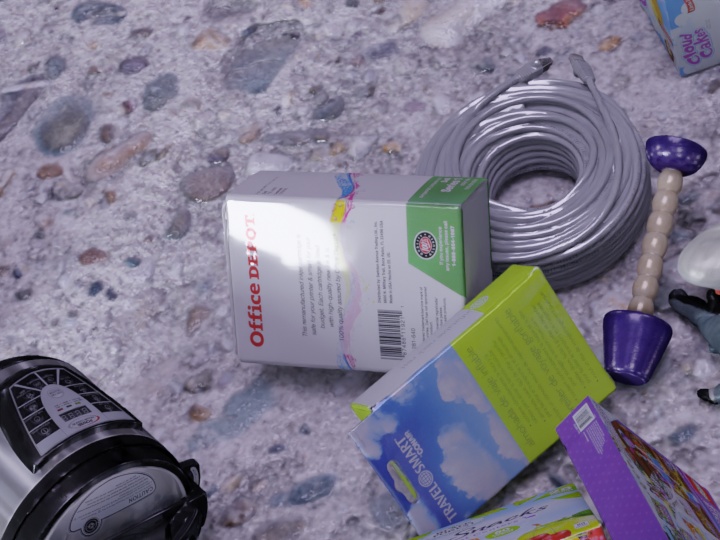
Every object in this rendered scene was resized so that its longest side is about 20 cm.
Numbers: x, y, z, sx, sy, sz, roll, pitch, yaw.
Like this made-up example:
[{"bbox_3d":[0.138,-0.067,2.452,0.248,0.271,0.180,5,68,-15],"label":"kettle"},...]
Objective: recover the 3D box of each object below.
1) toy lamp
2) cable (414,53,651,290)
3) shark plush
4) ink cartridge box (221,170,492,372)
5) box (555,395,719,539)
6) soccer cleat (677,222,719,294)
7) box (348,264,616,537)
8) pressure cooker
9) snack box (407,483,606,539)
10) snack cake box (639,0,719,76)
[{"bbox_3d":[0.232,-0.007,1.734,0.058,0.058,0.201,7,73,22],"label":"toy lamp"},{"bbox_3d":[0.143,-0.072,1.828,0.200,0.069,0.200,-27,51,-6],"label":"cable"},{"bbox_3d":[0.288,0.074,1.672,0.083,0.091,0.200,-51,55,14],"label":"shark plush"},{"bbox_3d":[0.000,0.000,1.751,0.199,0.145,0.084,3,20,19],"label":"ink cartridge box"},{"bbox_3d":[0.218,0.184,1.516,0.039,0.137,0.200,-46,26,13],"label":"box"},{"bbox_3d":[0.336,-0.044,1.717,0.199,0.078,0.069,-20,39,-17],"label":"soccer cleat"},{"bbox_3d":[0.087,0.103,1.670,0.200,0.122,0.048,-39,16,-16],"label":"box"},{"bbox_3d":[-0.224,0.180,1.668,0.200,0.179,0.176,38,90,36],"label":"pressure cooker"},{"bbox_3d":[0.077,0.224,1.550,0.199,0.169,0.068,-18,94,1],"label":"snack box"},{"bbox_3d":[0.270,-0.283,1.929,0.067,0.115,0.200,-20,49,0],"label":"snack cake box"}]
